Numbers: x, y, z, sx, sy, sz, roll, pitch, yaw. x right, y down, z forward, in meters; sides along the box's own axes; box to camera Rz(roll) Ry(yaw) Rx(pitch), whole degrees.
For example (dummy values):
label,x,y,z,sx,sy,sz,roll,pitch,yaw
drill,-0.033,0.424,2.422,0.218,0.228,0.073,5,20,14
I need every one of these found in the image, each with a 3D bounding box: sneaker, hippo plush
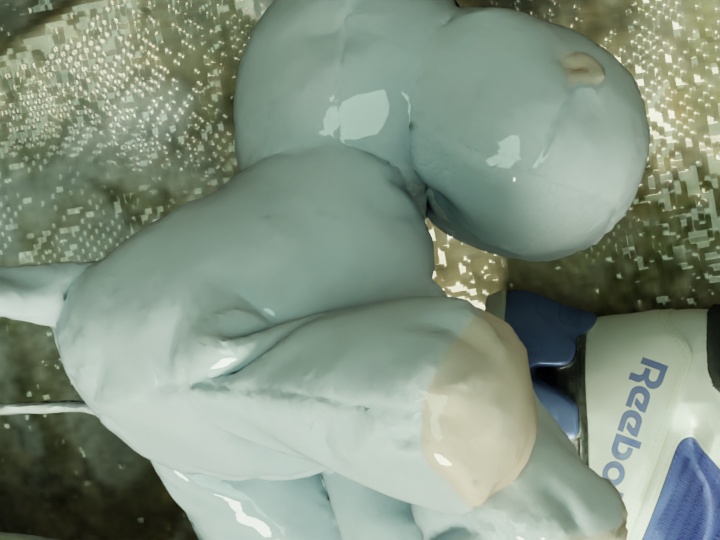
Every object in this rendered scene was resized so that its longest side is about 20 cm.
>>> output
label,x,y,z,sx,sy,sz,roll,pitch,yaw
sneaker,0.109,0.097,0.918,0.114,0.081,0.201,-9,104,13
hippo plush,0.000,0.000,0.848,0.199,0.161,0.160,15,152,19

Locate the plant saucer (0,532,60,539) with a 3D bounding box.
label,x,y,z,sx,sy,sz,roll,pitch,yaw
plant saucer,-0.089,0.142,0.915,0.199,0.050,0.201,10,131,12
